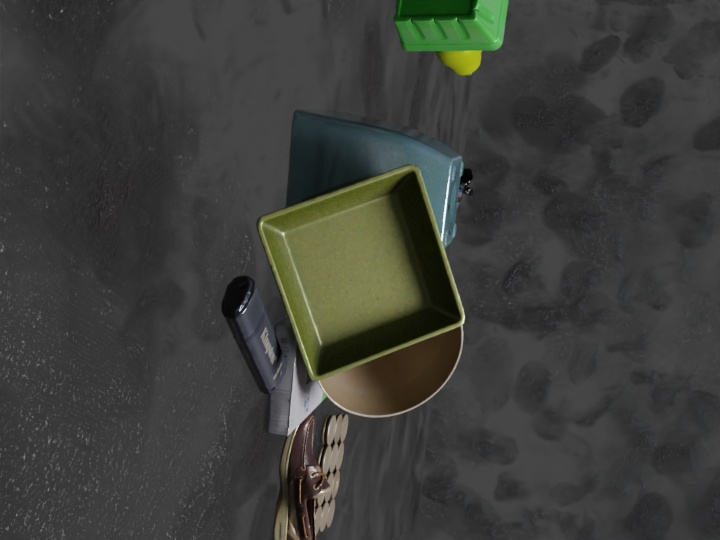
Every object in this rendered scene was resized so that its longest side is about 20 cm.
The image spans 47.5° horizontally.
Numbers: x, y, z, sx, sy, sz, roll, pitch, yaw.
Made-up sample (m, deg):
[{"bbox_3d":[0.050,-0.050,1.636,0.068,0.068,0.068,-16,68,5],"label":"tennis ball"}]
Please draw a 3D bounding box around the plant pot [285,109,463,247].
[{"bbox_3d":[0.027,-0.100,1.067,0.196,0.198,0.198,-35,131,-72],"label":"plant pot"}]

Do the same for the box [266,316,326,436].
[{"bbox_3d":[-0.077,0.127,1.126,0.200,0.036,0.146,-25,122,-74],"label":"box"}]

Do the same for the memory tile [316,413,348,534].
[{"bbox_3d":[-0.056,0.346,1.402,0.153,0.017,0.202,34,64,-76],"label":"memory tile"}]

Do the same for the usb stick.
[{"bbox_3d":[-0.117,0.077,0.918,0.201,0.032,0.056,80,21,-56],"label":"usb stick"}]

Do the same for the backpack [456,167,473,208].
[{"bbox_3d":[0.055,-0.122,1.253,0.155,0.199,0.190,-68,168,4],"label":"backpack"}]

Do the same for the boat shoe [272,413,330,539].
[{"bbox_3d":[-0.075,0.299,1.155,0.072,0.071,0.202,6,92,-78],"label":"boat shoe"}]

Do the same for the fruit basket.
[{"bbox_3d":[0.174,-0.454,1.495,0.216,0.214,0.157,16,83,-77],"label":"fruit basket"}]

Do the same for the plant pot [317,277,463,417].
[{"bbox_3d":[0.021,0.075,1.092,0.135,0.199,0.202,-122,-148,-62],"label":"plant pot"}]

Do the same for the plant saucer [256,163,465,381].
[{"bbox_3d":[0.000,0.000,0.959,0.048,0.198,0.201,-149,-140,-78],"label":"plant saucer"}]
